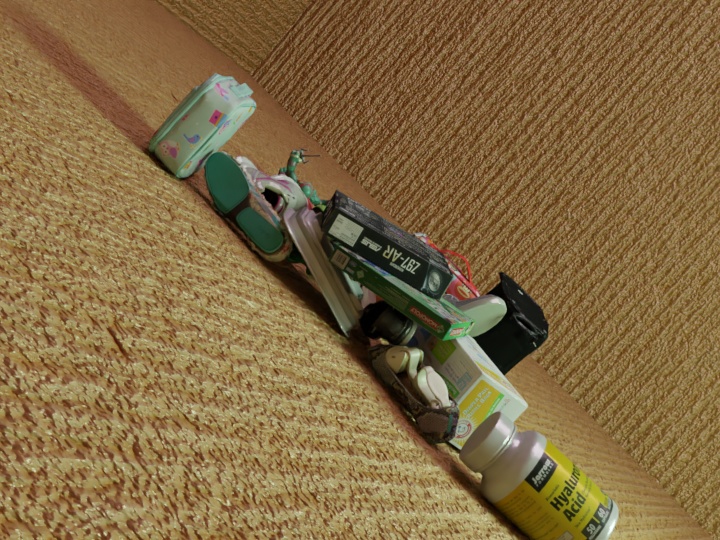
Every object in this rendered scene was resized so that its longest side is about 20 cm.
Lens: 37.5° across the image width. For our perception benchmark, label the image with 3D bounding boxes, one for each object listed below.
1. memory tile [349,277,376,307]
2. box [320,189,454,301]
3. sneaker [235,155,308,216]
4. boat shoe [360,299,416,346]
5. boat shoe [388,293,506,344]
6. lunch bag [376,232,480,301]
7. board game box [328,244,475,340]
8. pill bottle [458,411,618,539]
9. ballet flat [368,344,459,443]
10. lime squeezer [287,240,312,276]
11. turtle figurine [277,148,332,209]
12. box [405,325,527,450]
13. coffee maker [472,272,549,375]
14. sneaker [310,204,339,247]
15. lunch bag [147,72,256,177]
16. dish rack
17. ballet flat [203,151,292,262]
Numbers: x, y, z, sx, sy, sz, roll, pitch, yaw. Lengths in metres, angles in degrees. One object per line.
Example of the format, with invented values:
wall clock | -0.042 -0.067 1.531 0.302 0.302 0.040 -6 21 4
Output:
memory tile | 0.000 0.000 1.779 0.200 0.017 0.155 -8 92 -81
box | 0.037 -0.040 1.562 0.199 0.044 0.160 30 10 -8
sneaker | -0.151 -0.115 1.769 0.199 0.082 0.088 19 25 -53
boat shoe | 0.031 0.069 1.591 0.057 0.067 0.200 39 -6 -14
boat shoe | 0.130 0.073 1.661 0.070 0.199 0.072 47 26 -46
lunch bag | 0.126 0.034 1.957 0.200 0.176 0.082 47 11 3
board game box | 0.061 0.030 1.508 0.199 0.029 0.134 35 10 18
pill bottle | 0.225 0.279 1.365 0.200 0.111 0.111 42 7 -2
ballet flat | 0.076 0.146 1.443 0.072 0.072 0.201 35 12 -45
lime squeezer | -0.097 -0.028 1.684 0.200 0.038 0.071 36 10 -40
turtle figurine | -0.115 -0.172 2.175 0.150 0.100 0.200 56 -11 -12
box | 0.137 0.163 1.536 0.101 0.113 0.200 36 8 -29
coffee maker | 0.196 0.121 1.732 0.135 0.200 0.192 48 17 10
sneaker | -0.076 -0.067 1.875 0.077 0.083 0.200 56 -12 -7
lunch bag | -0.232 -0.221 1.584 0.077 0.161 0.200 42 8 -5
dish rack | -0.047 -0.008 1.576 0.201 0.043 0.172 63 4 -7
ballet flat | -0.166 -0.087 1.561 0.201 0.075 0.064 56 2 20
